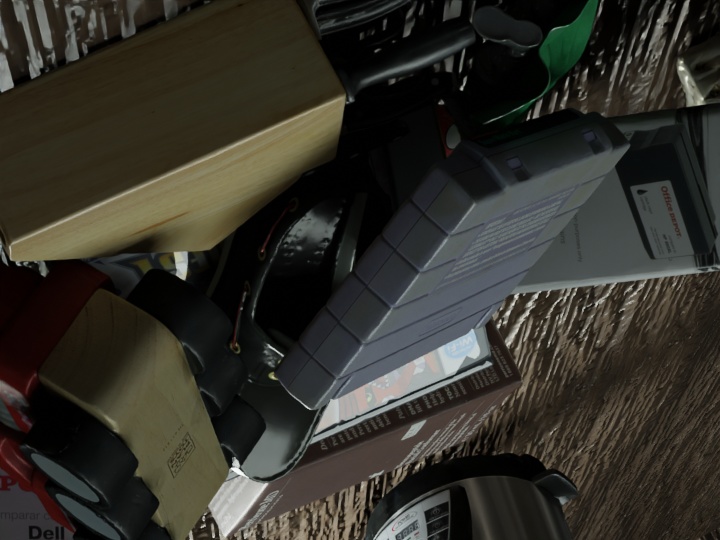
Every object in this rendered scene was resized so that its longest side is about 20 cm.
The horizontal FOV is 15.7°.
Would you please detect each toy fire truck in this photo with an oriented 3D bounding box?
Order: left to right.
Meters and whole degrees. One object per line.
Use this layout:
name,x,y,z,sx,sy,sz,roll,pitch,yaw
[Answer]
toy fire truck,-0.165,0.050,1.161,0.129,0.199,0.176,-55,162,-17

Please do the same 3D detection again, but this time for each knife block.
knife block,-0.048,-0.078,1.085,0.175,0.064,0.200,-39,161,29

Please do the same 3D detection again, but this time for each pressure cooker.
pressure cooker,0.092,0.250,2.131,0.175,0.201,0.179,-3,135,-14

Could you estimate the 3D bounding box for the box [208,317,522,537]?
box,-0.005,0.091,1.674,0.199,0.075,0.100,-18,162,-28

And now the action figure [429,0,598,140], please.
action figure,0.070,-0.098,1.215,0.118,0.055,0.200,-50,176,-11

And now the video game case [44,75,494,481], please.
video game case,-0.041,0.016,1.280,0.199,0.026,0.181,-23,132,-9

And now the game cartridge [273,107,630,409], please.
game cartridge,0.045,-0.011,1.175,0.130,0.038,0.200,-56,165,22

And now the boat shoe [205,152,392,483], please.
boat shoe,-0.034,0.025,1.234,0.073,0.063,0.202,-4,128,-25

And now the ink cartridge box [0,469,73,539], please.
ink cartridge box,-0.214,0.194,1.332,0.145,0.201,0.084,2,154,-15

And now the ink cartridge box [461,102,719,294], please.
ink cartridge box,0.162,-0.041,1.347,0.199,0.085,0.145,-6,-178,10

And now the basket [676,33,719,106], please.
basket,0.301,-0.077,1.511,0.199,0.161,0.198,-30,164,3

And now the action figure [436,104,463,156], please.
action figure,0.000,0.000,1.355,0.201,0.052,0.065,-61,161,13
